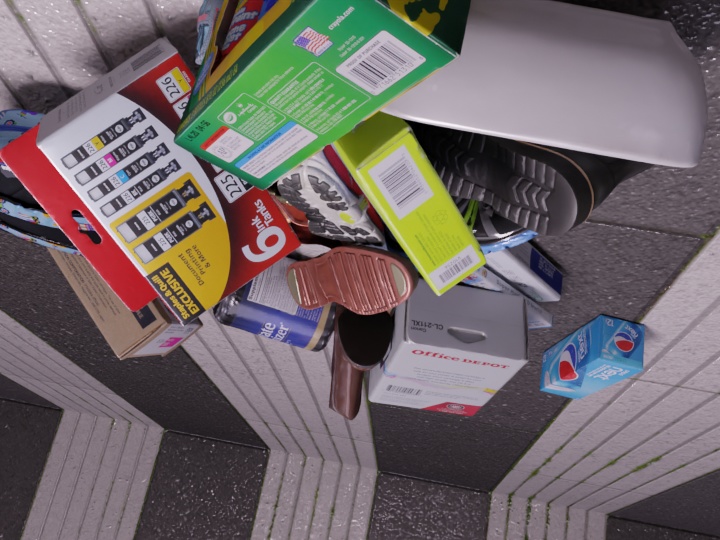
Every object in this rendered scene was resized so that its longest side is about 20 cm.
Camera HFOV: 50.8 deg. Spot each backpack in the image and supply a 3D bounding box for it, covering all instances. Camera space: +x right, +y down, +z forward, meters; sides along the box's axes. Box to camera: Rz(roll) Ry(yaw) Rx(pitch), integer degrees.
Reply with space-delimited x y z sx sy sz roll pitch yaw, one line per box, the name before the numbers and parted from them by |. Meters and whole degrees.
backpack | -0.301 -0.094 0.779 0.197 0.136 0.183 15 158 -9

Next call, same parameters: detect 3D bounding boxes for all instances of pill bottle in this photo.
pill bottle | -0.131 0.030 1.020 0.198 0.113 0.112 18 157 -15

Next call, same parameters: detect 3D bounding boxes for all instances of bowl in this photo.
bowl | 0.112 -0.131 0.478 0.197 0.076 0.200 12 -159 4

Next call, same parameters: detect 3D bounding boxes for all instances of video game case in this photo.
video game case | 0.120 0.032 0.913 0.142 0.018 0.199 -10 150 44

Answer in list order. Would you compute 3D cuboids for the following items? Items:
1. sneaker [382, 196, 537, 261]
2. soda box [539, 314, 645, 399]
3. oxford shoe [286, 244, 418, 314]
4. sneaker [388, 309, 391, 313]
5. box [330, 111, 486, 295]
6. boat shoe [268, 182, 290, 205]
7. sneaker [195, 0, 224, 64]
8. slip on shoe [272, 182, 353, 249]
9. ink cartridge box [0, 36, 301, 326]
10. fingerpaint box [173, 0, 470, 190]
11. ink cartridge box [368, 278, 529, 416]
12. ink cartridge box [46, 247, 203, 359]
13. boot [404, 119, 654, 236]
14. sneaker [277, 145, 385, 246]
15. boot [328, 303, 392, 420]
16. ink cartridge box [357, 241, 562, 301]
sneaker | 0.106 -0.061 0.721 0.197 0.071 0.084 -10 107 28
soda box | 0.327 0.129 1.086 0.067 0.065 0.200 14 157 -5
oxford shoe | 0.000 0.000 0.787 0.073 0.072 0.199 -22 -166 -35
sneaker | 0.042 0.045 1.031 0.071 0.080 0.200 -25 119 31
box | 0.013 -0.084 0.557 0.047 0.201 0.122 -34 126 3
boat shoe | -0.092 -0.097 0.761 0.199 0.064 0.073 24 154 -30
sneaker | -0.092 -0.142 0.613 0.078 0.097 0.200 7 157 13
slip on shoe | -0.091 -0.064 0.844 0.197 0.062 0.074 15 159 -4
ink cartridge box | -0.178 -0.062 0.654 0.201 0.175 0.084 58 176 -31
fingerpaint box | -0.020 -0.162 0.435 0.073 0.169 0.199 26 155 -27
ink cartridge box | 0.100 0.098 0.910 0.144 0.084 0.201 10 150 -7
ink cartridge box | -0.289 0.022 0.955 0.166 0.075 0.200 54 177 4
boot | 0.130 -0.109 0.619 0.200 0.137 0.078 41 140 29
sneaker | -0.013 -0.080 0.712 0.076 0.086 0.200 10 165 14
boot | -0.009 0.125 0.937 0.063 0.187 0.202 7 122 -5
ink cartridge box | 0.106 -0.011 0.895 0.198 0.041 0.199 -8 151 40
